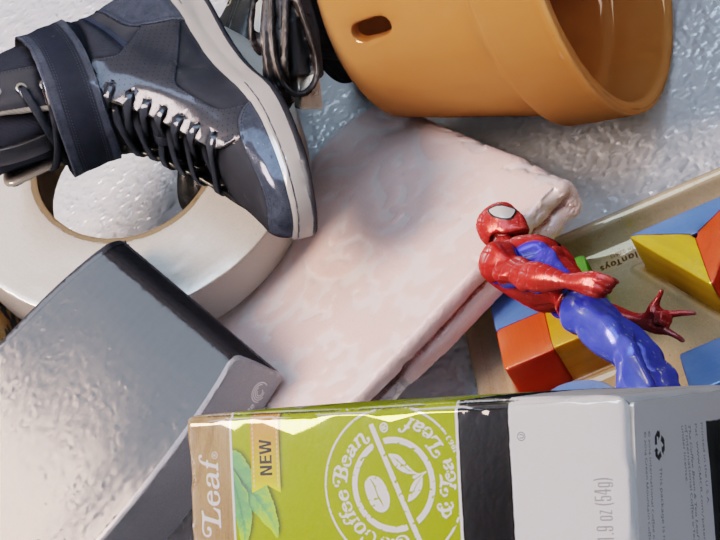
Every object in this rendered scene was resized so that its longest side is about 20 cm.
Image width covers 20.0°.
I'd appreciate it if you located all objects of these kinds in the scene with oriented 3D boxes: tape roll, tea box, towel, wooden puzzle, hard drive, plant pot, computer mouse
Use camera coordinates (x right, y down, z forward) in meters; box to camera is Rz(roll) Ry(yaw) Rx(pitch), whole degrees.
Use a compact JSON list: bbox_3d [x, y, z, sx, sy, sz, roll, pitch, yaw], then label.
[{"bbox_3d":[-0.127,-0.054,1.131,0.201,0.037,0.204,-5,58,8],"label":"tape roll"},{"bbox_3d":[0.048,0.150,0.820,0.196,0.133,0.201,-6,86,29],"label":"tea box"},{"bbox_3d":[0.000,0.000,1.085,0.191,0.032,0.200,-46,33,-9],"label":"towel"},{"bbox_3d":[0.141,0.041,0.978,0.184,0.046,0.201,-23,46,12],"label":"wooden puzzle"},{"bbox_3d":[-0.149,0.091,1.026,0.135,0.042,0.200,38,86,23],"label":"hard drive"},{"bbox_3d":[0.066,-0.166,1.097,0.139,0.200,0.201,-13,48,30],"label":"plant pot"},{"bbox_3d":[-0.012,-0.154,1.148,0.052,0.200,0.139,-10,88,15],"label":"computer mouse"}]

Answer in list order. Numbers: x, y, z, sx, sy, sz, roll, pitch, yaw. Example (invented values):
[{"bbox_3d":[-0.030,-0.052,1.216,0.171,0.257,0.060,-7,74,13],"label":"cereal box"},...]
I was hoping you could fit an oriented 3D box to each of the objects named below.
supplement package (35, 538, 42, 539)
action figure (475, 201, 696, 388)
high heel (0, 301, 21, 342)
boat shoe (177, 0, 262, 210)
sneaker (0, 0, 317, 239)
[{"bbox_3d":[-0.113,0.240,0.883,0.117,0.117,0.201,14,51,-9],"label":"supplement package"},{"bbox_3d":[0.112,0.024,0.933,0.052,0.065,0.200,-57,45,9],"label":"action figure"},{"bbox_3d":[-0.236,0.015,1.158,0.071,0.143,0.200,-39,44,-3],"label":"high heel"},{"bbox_3d":[-0.073,-0.120,1.222,0.060,0.076,0.201,-8,49,18],"label":"boat shoe"},{"bbox_3d":[-0.117,-0.066,1.061,0.145,0.077,0.203,-22,48,-16],"label":"sneaker"}]
